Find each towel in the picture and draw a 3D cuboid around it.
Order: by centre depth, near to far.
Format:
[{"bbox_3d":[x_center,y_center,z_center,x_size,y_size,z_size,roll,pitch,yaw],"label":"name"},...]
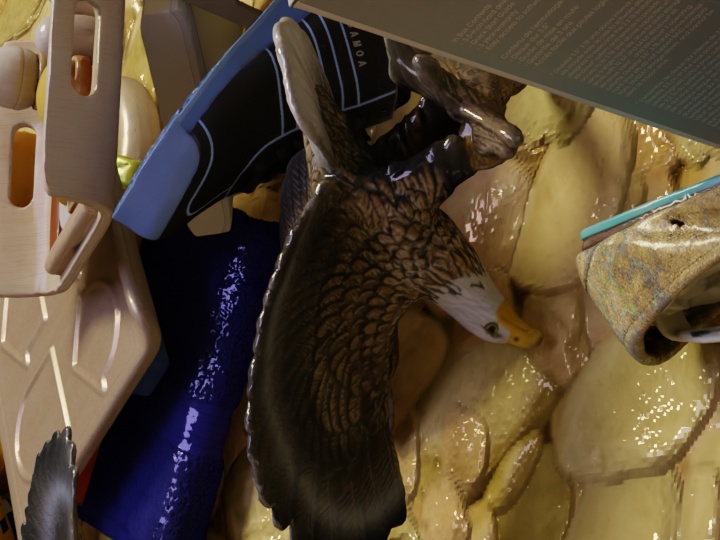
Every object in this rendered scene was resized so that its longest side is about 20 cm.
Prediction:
[{"bbox_3d":[-0.099,0.058,1.098,0.147,0.049,0.202,22,99,57],"label":"towel"}]

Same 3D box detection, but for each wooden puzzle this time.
[{"bbox_3d":[-0.156,0.033,1.115,0.201,0.046,0.186,-60,35,35],"label":"wooden puzzle"}]

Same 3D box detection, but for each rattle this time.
[{"bbox_3d":[-0.210,-0.087,1.268,0.201,0.141,0.131,-116,30,-41],"label":"rattle"}]

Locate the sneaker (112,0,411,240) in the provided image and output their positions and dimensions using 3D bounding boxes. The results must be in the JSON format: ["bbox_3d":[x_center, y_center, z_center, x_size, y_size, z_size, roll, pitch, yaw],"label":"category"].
[{"bbox_3d":[-0.029,-0.077,0.919,0.200,0.078,0.070,-51,4,-23],"label":"sneaker"}]

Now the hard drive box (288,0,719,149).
[{"bbox_3d":[0.070,-0.151,0.736,0.077,0.199,0.157,-42,42,44],"label":"hard drive box"}]

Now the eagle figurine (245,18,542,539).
[{"bbox_3d":[0.005,0.005,0.847,0.151,0.151,0.201,48,115,32],"label":"eagle figurine"}]

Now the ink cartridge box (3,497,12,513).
[{"bbox_3d":[-0.255,0.136,1.281,0.044,0.093,0.202,-16,63,61],"label":"ink cartridge box"}]

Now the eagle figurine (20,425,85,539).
[{"bbox_3d":[-0.130,0.201,0.955,0.201,0.151,0.151,-60,24,-16],"label":"eagle figurine"}]

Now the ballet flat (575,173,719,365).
[{"bbox_3d":[0.151,-0.017,0.683,0.200,0.070,0.071,-32,50,50],"label":"ballet flat"}]

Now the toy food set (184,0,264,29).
[{"bbox_3d":[-0.051,-0.207,1.024,0.060,0.143,0.202,-32,50,40],"label":"toy food set"}]

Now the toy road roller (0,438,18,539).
[{"bbox_3d":[-0.263,0.127,1.160,0.122,0.146,0.201,-24,74,4],"label":"toy road roller"}]

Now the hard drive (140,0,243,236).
[{"bbox_3d":[-0.088,-0.131,1.065,0.201,0.026,0.133,-93,-6,-53],"label":"hard drive"}]

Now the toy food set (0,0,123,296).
[{"bbox_3d":[-0.161,-0.080,0.996,0.200,0.060,0.145,140,134,-68],"label":"toy food set"}]
